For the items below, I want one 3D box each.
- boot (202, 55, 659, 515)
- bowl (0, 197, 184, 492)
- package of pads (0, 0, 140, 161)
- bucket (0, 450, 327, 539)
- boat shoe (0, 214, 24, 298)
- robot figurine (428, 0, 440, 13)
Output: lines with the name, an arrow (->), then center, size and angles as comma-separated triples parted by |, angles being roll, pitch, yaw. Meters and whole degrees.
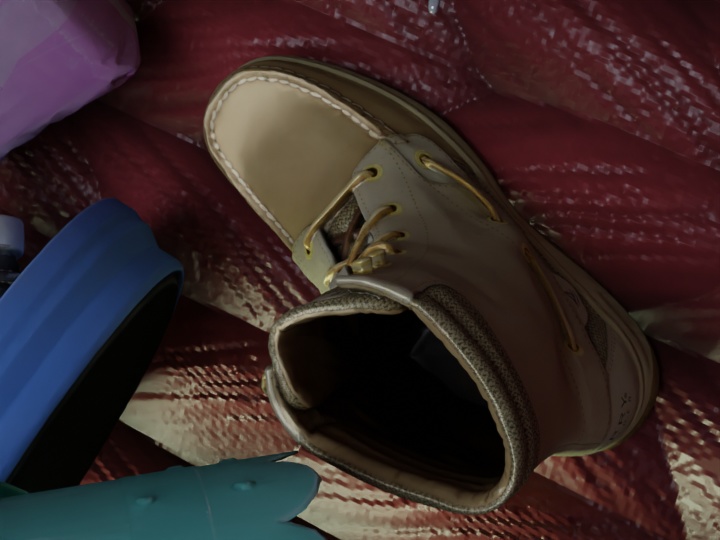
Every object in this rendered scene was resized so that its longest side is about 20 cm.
boot -> 0.000, 0.000, 0.783 | 0.200, 0.155, 0.073 | 43, 112, 13
bowl -> -0.130, 0.067, 0.859 | 0.039, 0.201, 0.201 | 32, 117, 3
package of pads -> -0.186, -0.122, 0.856 | 0.120, 0.076, 0.200 | -34, 118, 15
bucket -> -0.076, 0.156, 0.710 | 0.134, 0.207, 0.209 | -4, 103, -10
boat shoe -> -0.198, 0.030, 0.940 | 0.199, 0.074, 0.061 | -20, 70, 44
robot figurine -> 0.011, -0.189, 0.760 | 0.169, 0.113, 0.201 | -26, 88, 4
